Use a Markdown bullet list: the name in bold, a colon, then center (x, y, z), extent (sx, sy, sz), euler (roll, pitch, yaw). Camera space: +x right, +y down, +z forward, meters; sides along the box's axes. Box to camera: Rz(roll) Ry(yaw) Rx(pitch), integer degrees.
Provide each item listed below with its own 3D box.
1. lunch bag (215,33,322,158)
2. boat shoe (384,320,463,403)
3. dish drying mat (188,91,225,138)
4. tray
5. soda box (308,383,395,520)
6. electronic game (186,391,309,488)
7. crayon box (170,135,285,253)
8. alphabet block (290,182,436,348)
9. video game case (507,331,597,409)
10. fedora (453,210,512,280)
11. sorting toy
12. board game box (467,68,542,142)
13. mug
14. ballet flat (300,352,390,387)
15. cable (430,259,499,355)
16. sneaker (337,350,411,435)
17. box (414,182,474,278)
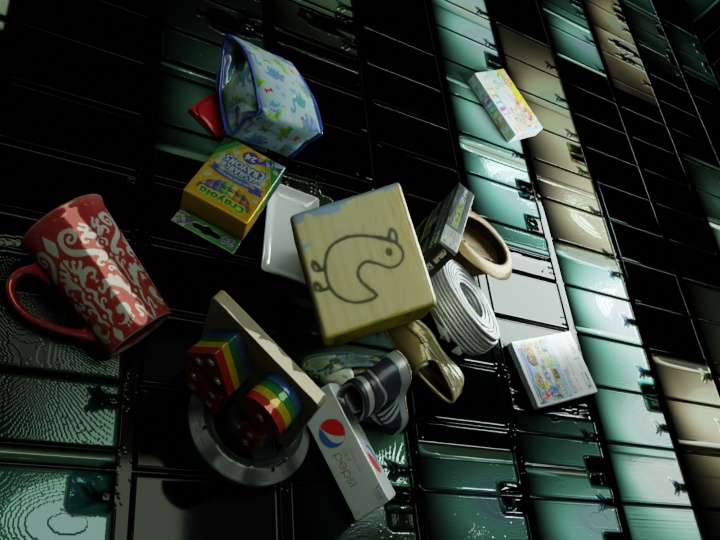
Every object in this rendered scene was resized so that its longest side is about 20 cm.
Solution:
- **lunch bag**: center (-0.180, -0.338, 1.404), extent (0.168, 0.126, 0.204), euler (12, 59, -49)
- **boat shoe**: center (0.110, 0.155, 1.324), extent (0.200, 0.072, 0.076), euler (43, 27, -3)
- **dish drying mat**: center (-0.249, -0.333, 1.449), extent (0.077, 0.018, 0.200), euler (44, 46, -4)
- **tray**: center (-0.131, -0.066, 1.356), extent (0.106, 0.022, 0.203), euler (19, 52, -25)
- **soda box**: center (-0.021, 0.281, 1.159), extent (0.202, 0.063, 0.068), euler (62, 7, 13)
- **electronic game**: center (-0.168, 0.232, 1.119), extent (0.197, 0.042, 0.203), euler (21, 44, -21)
- **crayon box**: center (-0.229, -0.138, 1.297), extent (0.124, 0.052, 0.202), euler (27, 48, -2)
- **alphabet block**: center (0.000, 0.000, 1.222), extent (0.192, 0.197, 0.204), euler (-18, 81, -4)
- **video game case**: center (0.408, 0.208, 1.560), extent (0.197, 0.018, 0.146), euler (-4, 65, -37)
- **fedora**: center (0.229, -0.042, 1.543), extent (0.198, 0.082, 0.203), euler (28, 38, -24)
- **sorting toy**: center (-0.161, 0.159, 1.017), extent (0.200, 0.199, 0.069), euler (44, 57, 7)
- **board game box**: center (0.386, -0.441, 1.959), extent (0.133, 0.034, 0.202), euler (-21, 75, -41)
- **mug**: center (-0.391, 0.024, 1.068), extent (0.201, 0.177, 0.133), euler (53, 10, 1)
- **ballet flat**: center (-0.006, 0.176, 1.246), extent (0.196, 0.074, 0.076), euler (0, 61, -30)
- **cable**: center (0.192, 0.067, 1.417), extent (0.199, 0.069, 0.203), euler (16, 44, -59)
- **sneaker**: center (0.020, 0.218, 1.182), extent (0.107, 0.202, 0.070), euler (-28, 54, -25)
- **box**: center (0.127, -0.044, 1.393), extent (0.047, 0.194, 0.201), euler (33, 40, -8)
